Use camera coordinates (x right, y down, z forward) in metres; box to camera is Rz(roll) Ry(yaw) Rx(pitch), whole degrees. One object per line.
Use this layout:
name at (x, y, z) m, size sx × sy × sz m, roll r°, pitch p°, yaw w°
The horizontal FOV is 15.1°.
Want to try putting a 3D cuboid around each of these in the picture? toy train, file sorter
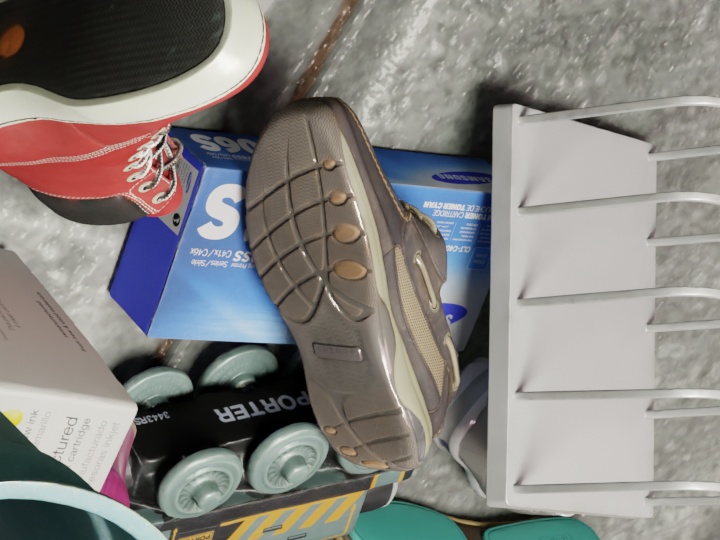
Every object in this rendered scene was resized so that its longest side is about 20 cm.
toy train at (-0.058, 0.100, 1.390) m, size 0.199 × 0.085 × 0.114 m, roll -11°, pitch 138°, yaw -32°
file sorter at (0.152, 0.021, 1.369) m, size 0.139 × 0.124 × 0.201 m, roll 10°, pitch 79°, yaw -51°

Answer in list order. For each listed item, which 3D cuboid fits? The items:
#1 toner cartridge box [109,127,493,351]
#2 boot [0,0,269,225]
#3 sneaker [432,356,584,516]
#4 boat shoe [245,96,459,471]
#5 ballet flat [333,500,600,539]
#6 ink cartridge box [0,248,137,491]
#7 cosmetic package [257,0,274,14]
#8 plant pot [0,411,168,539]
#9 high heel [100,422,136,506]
toner cartridge box at (-0.019, -0.013, 1.357) m, size 0.199 × 0.043 × 0.095 m, roll 3°, pitch 119°, yaw -37°
boot at (-0.092, -0.070, 1.181) m, size 0.144 × 0.199 × 0.073 m, roll 32°, pitch 60°, yaw -45°
sneaker at (0.100, 0.112, 1.488) m, size 0.075 × 0.082 × 0.200 m, roll -51°, pitch 154°, yaw 6°
boat shoe at (0.000, 0.000, 1.310) m, size 0.073 × 0.074 × 0.201 m, roll -45°, pitch 133°, yaw -43°
ballet flat at (0.056, 0.173, 1.532) m, size 0.199 × 0.069 × 0.063 m, roll 8°, pitch 129°, yaw -38°
ink cartridge box at (-0.233, 0.070, 1.188) m, size 0.199 × 0.145 × 0.148 m, roll 11°, pitch 113°, yaw -39°
cosmetic package at (-0.101, -0.198, 1.123) m, size 0.090 × 0.107 × 0.200 m, roll -53°, pitch 137°, yaw 7°
plant pot at (-0.190, 0.112, 1.009) m, size 0.199 × 0.196 × 0.201 m, roll -18°, pitch 128°, yaw -24°
high heel at (-0.173, 0.152, 1.298) m, size 0.067 × 0.096 × 0.200 m, roll 28°, pitch 126°, yaw -11°
